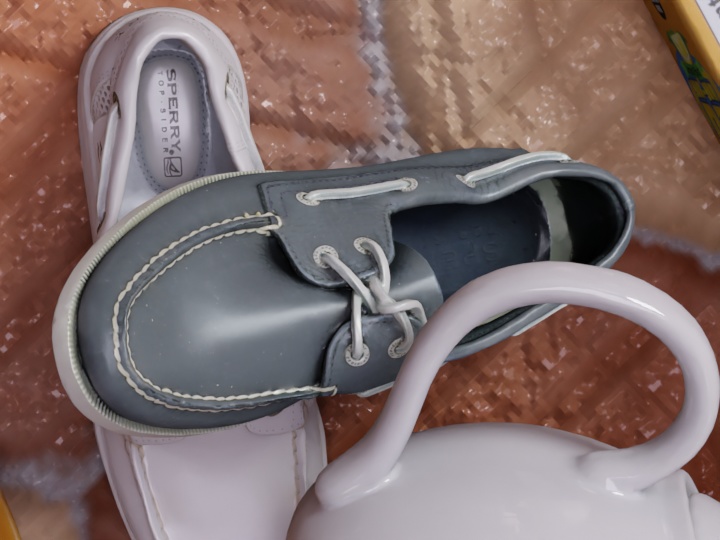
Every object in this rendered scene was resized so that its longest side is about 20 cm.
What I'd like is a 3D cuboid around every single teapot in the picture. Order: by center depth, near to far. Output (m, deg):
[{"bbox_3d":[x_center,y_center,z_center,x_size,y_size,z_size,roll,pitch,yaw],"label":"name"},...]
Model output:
[{"bbox_3d":[0.071,0.122,0.861,0.146,0.200,0.198,-18,66,10],"label":"teapot"}]

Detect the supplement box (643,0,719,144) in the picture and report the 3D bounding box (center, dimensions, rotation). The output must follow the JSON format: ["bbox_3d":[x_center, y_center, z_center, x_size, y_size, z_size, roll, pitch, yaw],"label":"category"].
[{"bbox_3d":[0.149,-0.043,0.931,0.069,0.067,0.200,-28,97,-2],"label":"supplement box"}]

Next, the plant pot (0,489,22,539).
[{"bbox_3d":[-0.222,0.094,0.845,0.183,0.200,0.200,-34,98,13],"label":"plant pot"}]

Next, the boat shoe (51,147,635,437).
[{"bbox_3d":[0.000,0.000,0.868,0.200,0.062,0.073,-14,93,-42],"label":"boat shoe"}]

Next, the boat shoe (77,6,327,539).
[{"bbox_3d":[-0.051,0.020,0.909,0.071,0.069,0.200,-12,96,-6],"label":"boat shoe"}]
